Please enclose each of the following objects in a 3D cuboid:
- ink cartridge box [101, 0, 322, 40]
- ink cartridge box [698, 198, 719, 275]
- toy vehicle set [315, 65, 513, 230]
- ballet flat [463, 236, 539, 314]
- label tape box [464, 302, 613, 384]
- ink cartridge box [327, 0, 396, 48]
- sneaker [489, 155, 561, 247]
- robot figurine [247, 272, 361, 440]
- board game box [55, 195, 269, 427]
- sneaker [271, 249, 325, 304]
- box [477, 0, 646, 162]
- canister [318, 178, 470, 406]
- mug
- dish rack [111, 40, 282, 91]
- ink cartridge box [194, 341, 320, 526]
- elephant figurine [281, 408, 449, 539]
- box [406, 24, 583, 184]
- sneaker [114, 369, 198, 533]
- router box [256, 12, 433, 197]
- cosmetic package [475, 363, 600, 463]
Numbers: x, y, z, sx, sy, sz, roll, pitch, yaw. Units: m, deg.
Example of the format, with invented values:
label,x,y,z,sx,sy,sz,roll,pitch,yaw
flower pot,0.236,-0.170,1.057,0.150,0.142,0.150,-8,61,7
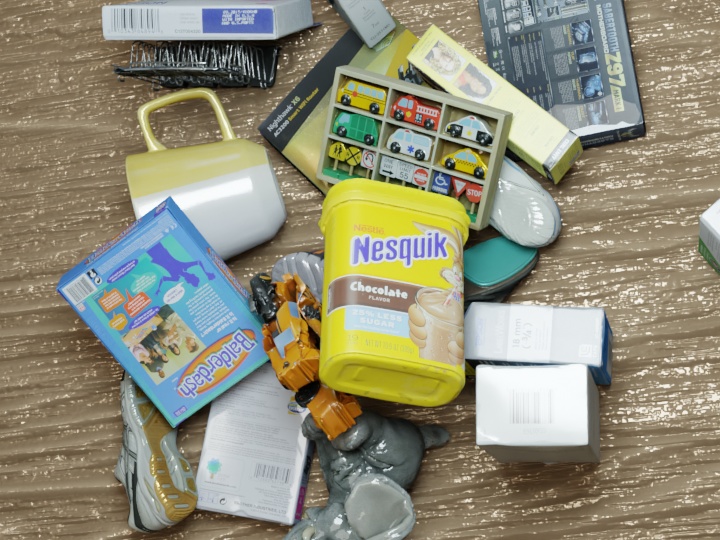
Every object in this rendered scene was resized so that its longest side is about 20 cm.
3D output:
label,x,y,z,sx,sy,sz,roll,pitch,yaw
ink cartridge box,-0.159,-0.282,1.708,0.195,0.200,0.044,1,104,13
ink cartridge box,0.433,0.009,1.538,0.084,0.146,0.200,-41,74,0
toy vehicle set,0.054,-0.131,1.622,0.199,0.026,0.125,19,110,23
ballet flat,0.106,0.024,1.641,0.199,0.069,0.068,-25,50,-28
label tape box,0.156,0.076,1.588,0.198,0.144,0.064,2,79,13
ink cartridge box,-0.054,-0.357,1.682,0.043,0.174,0.200,-38,51,2
sneaker,0.135,-0.100,1.655,0.072,0.072,0.200,-45,81,9
robot figurine,-0.056,0.077,1.575,0.058,0.145,0.200,-32,31,8
board game box,-0.200,0.045,1.635,0.152,0.045,0.200,-34,107,9
sneaker,0.000,0.000,1.681,0.199,0.112,0.078,-3,107,43
box,0.219,-0.231,1.687,0.157,0.051,0.202,-11,77,13
canister,0.032,0.023,1.501,0.147,0.087,0.201,11,55,-14
mug,-0.169,-0.090,1.691,0.152,0.188,0.150,-16,32,1
dish rack,-0.182,-0.230,1.707,0.152,0.200,0.055,0,92,13
ink cartridge box,-0.107,0.170,1.683,0.118,0.042,0.202,8,82,15
elephant figurine,-0.007,0.252,1.599,0.154,0.141,0.202,-6,70,26
box,0.142,-0.175,1.629,0.200,0.075,0.050,39,91,16
sneaker,-0.242,0.191,1.692,0.088,0.075,0.201,-36,54,34
router box,0.008,-0.174,1.723,0.157,0.052,0.200,43,90,18
cosmetic package,0.180,0.146,1.540,0.112,0.200,0.082,-1,79,10
